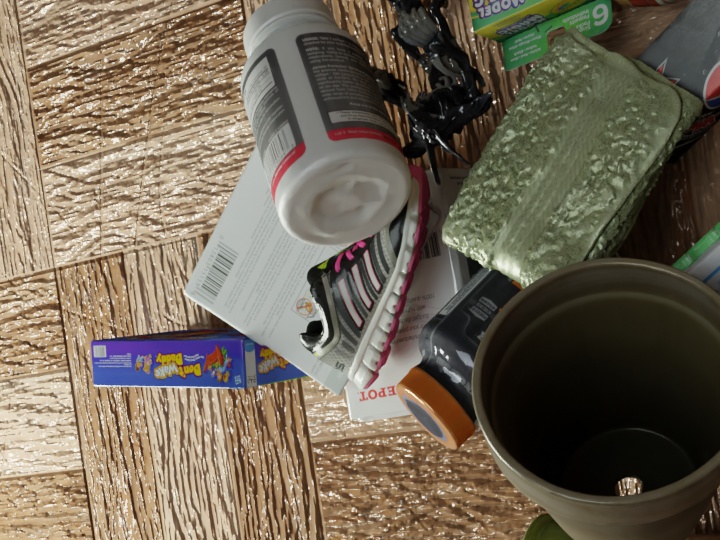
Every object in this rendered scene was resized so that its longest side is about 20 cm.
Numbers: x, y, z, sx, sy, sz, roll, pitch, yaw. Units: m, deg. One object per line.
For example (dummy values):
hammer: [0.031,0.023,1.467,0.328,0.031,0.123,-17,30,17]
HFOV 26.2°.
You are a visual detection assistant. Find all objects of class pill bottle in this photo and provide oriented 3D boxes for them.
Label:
pill bottle: [0.119,0.051,1.251,0.106,0.107,0.200,38,75,28]
pill bottle: [-0.036,-0.128,1.252,0.111,0.110,0.202,-45,46,31]

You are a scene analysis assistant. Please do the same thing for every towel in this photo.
towel: [0.159,-0.080,1.201,0.148,0.036,0.201,33,92,33]

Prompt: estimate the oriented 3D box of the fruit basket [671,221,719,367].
fruit basket: [0.316,0.054,1.170,0.185,0.093,0.201,-45,72,28]

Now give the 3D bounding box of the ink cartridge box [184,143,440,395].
ink cartridge box: [-0.041,-0.019,1.366,0.172,0.044,0.201,32,112,7]

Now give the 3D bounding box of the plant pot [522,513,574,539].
plant pot: [0.239,0.286,1.204,0.188,0.200,0.203,-8,89,25]

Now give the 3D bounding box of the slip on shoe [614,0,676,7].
slip on shoe: [0.210,-0.307,1.240,0.061,0.074,0.203,-12,91,40]

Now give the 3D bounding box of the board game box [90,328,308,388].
board game box: [-0.144,0.083,1.496,0.198,0.134,0.045,-3,92,38]

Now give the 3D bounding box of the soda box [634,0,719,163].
soda box: [0.278,-0.173,1.200,0.200,0.063,0.071,-48,66,30]

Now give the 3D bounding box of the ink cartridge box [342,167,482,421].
ink cartridge box: [0.051,0.023,1.373,0.144,0.084,0.203,-13,85,37]

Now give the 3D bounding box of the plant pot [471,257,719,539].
plant pot: [0.190,0.121,1.133,0.197,0.174,0.202,-7,53,9]

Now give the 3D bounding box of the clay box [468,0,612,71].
clay box: [0.140,-0.280,1.289,0.114,0.047,0.203,-19,71,37]

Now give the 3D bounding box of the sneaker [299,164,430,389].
sneaker: [0.000,0.000,1.293,0.086,0.074,0.202,20,114,6]

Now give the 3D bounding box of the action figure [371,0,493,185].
action figure: [0.048,-0.175,1.314,0.119,0.101,0.202,-36,44,41]
